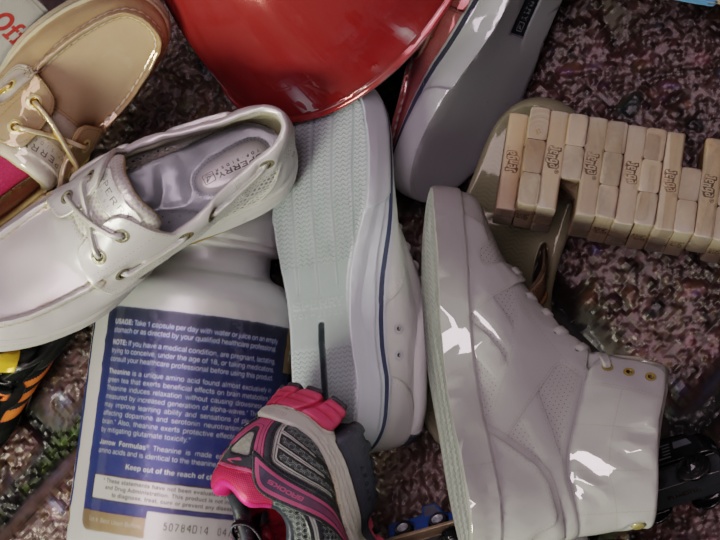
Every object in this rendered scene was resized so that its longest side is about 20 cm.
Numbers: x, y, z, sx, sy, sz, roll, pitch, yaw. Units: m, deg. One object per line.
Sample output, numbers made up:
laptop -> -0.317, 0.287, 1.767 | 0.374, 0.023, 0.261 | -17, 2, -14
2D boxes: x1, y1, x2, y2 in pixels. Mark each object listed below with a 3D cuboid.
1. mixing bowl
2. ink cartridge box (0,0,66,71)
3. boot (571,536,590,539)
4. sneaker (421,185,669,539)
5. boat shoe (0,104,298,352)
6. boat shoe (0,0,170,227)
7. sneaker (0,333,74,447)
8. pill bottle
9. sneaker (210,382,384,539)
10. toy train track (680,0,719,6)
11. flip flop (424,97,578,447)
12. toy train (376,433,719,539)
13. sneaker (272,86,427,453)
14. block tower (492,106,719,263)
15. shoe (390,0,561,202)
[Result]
mixing bowl -> -0.043, -0.190, 1.106 | 0.200, 0.108, 0.201 | -24, 51, 34
ink cartridge box -> -0.253, -0.099, 1.154 | 0.200, 0.146, 0.084 | -36, 63, 4
boot -> 0.121, 0.169, 1.007 | 0.200, 0.074, 0.096 | -14, 71, 7
sneaker -> 0.094, 0.045, 1.049 | 0.115, 0.074, 0.200 | -5, 63, -6
boat shoe -> -0.122, -0.031, 1.058 | 0.200, 0.069, 0.071 | -32, 77, -14
boat shoe -> -0.174, -0.067, 1.102 | 0.200, 0.074, 0.069 | -42, 33, 16
sneaker -> -0.203, 0.043, 1.152 | 0.070, 0.090, 0.200 | 32, 112, -7
pill bottle -> -0.093, 0.059, 1.136 | 0.111, 0.111, 0.201 | 6, 85, 16
sneaker -> -0.027, 0.156, 1.083 | 0.081, 0.075, 0.200 | 8, 128, 41
toy train track -> 0.182, -0.149, 1.101 | 0.199, 0.033, 0.115 | 9, 77, -8
flip flop -> 0.075, 0.004, 1.120 | 0.081, 0.058, 0.200 | 18, 94, 17
toy train -> 0.097, 0.127, 1.109 | 0.200, 0.034, 0.046 | -18, 37, 12
sneaker -> 0.000, 0.000, 1.117 | 0.073, 0.071, 0.201 | -1, 87, 41
block tower -> 0.171, -0.037, 1.076 | 0.199, 0.054, 0.058 | 9, 79, 3
shoe -> 0.050, -0.142, 1.145 | 0.091, 0.071, 0.200 | 32, 101, 34
